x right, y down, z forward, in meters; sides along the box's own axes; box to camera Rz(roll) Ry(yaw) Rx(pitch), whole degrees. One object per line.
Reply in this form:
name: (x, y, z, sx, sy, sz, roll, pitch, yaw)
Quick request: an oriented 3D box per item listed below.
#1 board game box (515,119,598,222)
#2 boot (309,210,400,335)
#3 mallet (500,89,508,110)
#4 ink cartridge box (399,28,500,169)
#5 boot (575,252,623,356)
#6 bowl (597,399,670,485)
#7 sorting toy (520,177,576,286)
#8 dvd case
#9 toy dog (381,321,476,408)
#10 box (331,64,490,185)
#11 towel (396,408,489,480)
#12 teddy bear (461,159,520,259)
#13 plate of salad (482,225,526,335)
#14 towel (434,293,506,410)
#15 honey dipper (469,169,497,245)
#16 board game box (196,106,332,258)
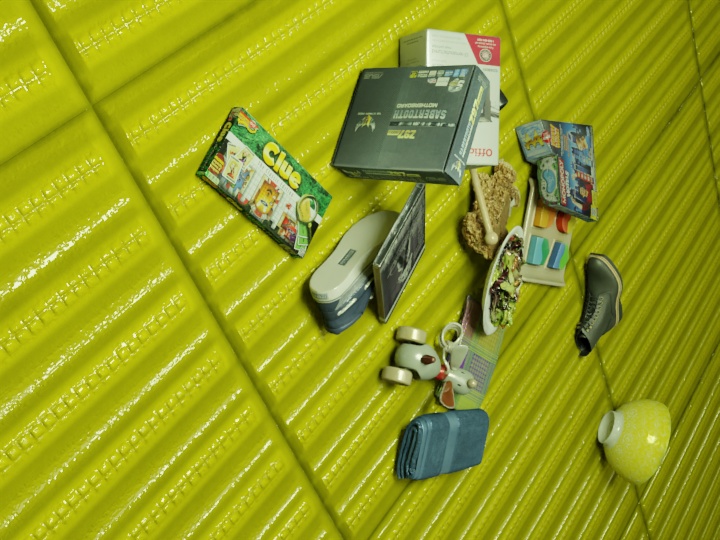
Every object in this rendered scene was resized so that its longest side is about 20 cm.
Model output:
board game box: (0.379, -0.206, 1.502, 0.199, 0.061, 0.202, 13, 72, -43)
boot: (0.000, 0.000, 1.153, 0.200, 0.072, 0.091, -45, 139, -30)
mallet: (0.162, -0.272, 1.302, 0.199, 0.041, 0.066, -26, 80, -29)
ink cartridge box: (0.140, -0.260, 1.215, 0.144, 0.083, 0.202, -3, 96, -29)
boot: (0.510, 0.077, 1.699, 0.138, 0.077, 0.201, -42, 123, -29)
bowl: (0.620, 0.383, 1.813, 0.107, 0.200, 0.202, 21, 76, -4)
sorting toy: (0.382, -0.072, 1.564, 0.184, 0.036, 0.202, 7, 90, -47)
dvd case: (0.061, -0.022, 1.171, 0.150, 0.016, 0.200, -61, 163, -22)
toy dog: (0.130, 0.156, 1.268, 0.199, 0.096, 0.134, 0, 92, -39)
box: (0.067, -0.204, 1.089, 0.051, 0.199, 0.159, 29, 75, -50)
towel: (0.143, 0.295, 1.344, 0.199, 0.048, 0.113, 4, 101, -45)
teddy bear: (0.232, -0.109, 1.388, 0.145, 0.066, 0.202, 50, 54, -51)
plate of salad: (0.263, 0.021, 1.382, 0.200, 0.048, 0.202, -45, 144, -46)
towel: (0.204, 0.157, 1.416, 0.143, 0.023, 0.202, 30, 74, -46)
honey dipper: (0.197, -0.141, 1.304, 0.038, 0.038, 0.202, -6, 78, -46)
board game box: (-0.120, -0.112, 1.031, 0.200, 0.023, 0.106, 42, 63, -42)
